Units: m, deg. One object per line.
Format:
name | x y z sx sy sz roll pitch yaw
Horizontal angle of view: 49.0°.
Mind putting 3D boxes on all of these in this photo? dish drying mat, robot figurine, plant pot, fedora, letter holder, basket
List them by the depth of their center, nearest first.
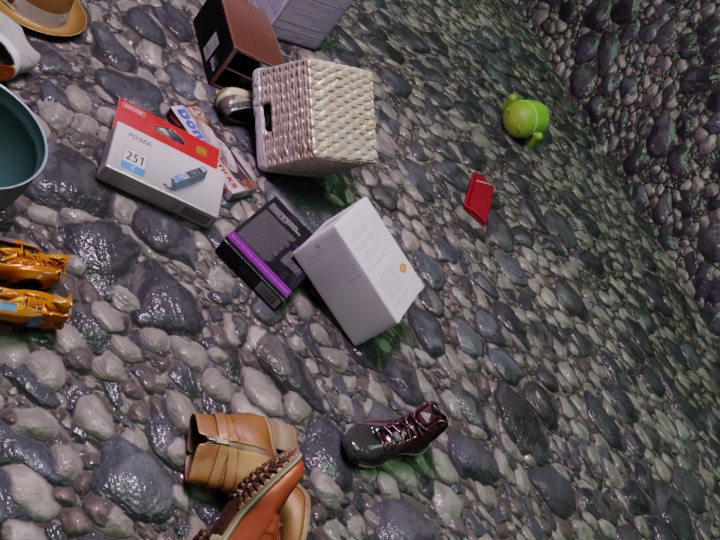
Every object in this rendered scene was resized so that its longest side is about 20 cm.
robot figurine | -0.455 0.008 0.956 0.198 0.058 0.147 14 43 -40
plant pot | -0.509 -0.136 0.976 0.198 0.134 0.202 30 36 -24
fedora | -0.550 -0.492 1.348 0.199 0.082 0.203 30 36 -24
basket | -0.087 -0.294 1.529 0.198 0.159 0.203 -2 88 -47
letter holder | -0.250 -0.468 1.648 0.141 0.100 0.203 15 44 -41
dish drying mat | 0.311 -0.192 2.063 0.077 0.018 0.201 41 33 -11
robot figurine | 0.528 -0.484 2.523 0.199 0.115 0.177 -16 72 -53

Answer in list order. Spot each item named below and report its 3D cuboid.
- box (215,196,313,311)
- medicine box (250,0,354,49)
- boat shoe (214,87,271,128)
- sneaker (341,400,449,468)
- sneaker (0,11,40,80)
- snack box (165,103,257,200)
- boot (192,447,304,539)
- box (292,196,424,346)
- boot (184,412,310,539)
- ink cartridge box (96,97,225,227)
box | -0.147 -0.034 1.369 0.143 0.036 0.200 46 34 -4
medicine box | -0.133 -0.644 1.869 0.180 0.200 0.104 -1 57 -48
boat shoe | -0.197 -0.312 1.577 0.198 0.072 0.067 2 58 -41
sneaker | 0.066 0.244 1.243 0.198 0.115 0.076 1 53 -48
sneaker | -0.581 -0.381 1.222 0.201 0.075 0.092 53 25 -5
snack box | -0.269 -0.216 1.430 0.201 0.024 0.072 53 35 9
boot | -0.120 0.312 0.948 0.107 0.075 0.201 44 72 -10
box | 0.000 0.000 1.398 0.202 0.105 0.152 57 32 -8
boot | -0.147 0.273 1.014 0.153 0.077 0.203 16 51 -32
ink cartridge box | -0.317 -0.187 1.302 0.198 0.045 0.179 25 51 -30
